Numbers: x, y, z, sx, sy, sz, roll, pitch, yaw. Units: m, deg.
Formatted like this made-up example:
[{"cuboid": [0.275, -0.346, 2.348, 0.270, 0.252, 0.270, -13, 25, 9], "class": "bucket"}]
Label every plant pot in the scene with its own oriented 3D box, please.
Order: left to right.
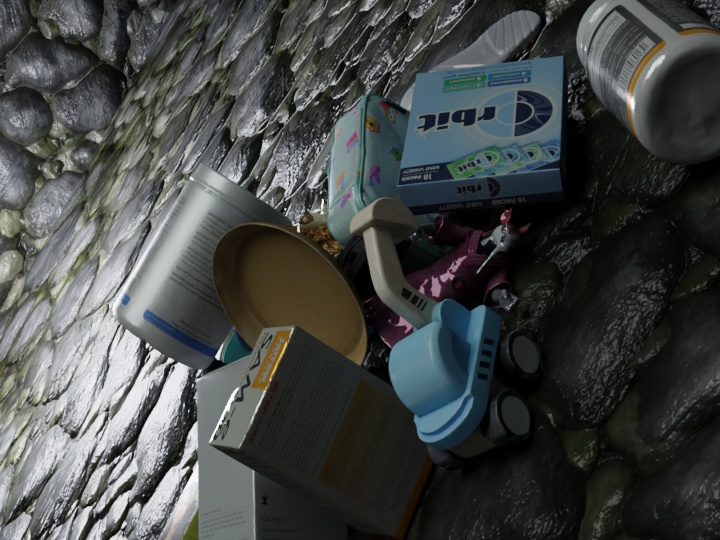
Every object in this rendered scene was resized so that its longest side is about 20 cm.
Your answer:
[{"cuboid": [-0.070, 0.031, 1.328, 0.199, 0.201, 0.028, -27, 14, 48], "class": "plant pot"}]

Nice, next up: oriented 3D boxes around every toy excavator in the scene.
[{"cuboid": [0.065, 0.054, 1.153, 0.099, 0.199, 0.197, -30, 36, 44], "class": "toy excavator"}]

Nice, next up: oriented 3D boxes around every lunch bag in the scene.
[{"cuboid": [0.044, -0.097, 1.438, 0.077, 0.159, 0.202, -40, 34, 42], "class": "lunch bag"}]

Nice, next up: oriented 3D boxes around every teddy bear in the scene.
[{"cuboid": [-0.027, -0.046, 1.498, 0.144, 0.198, 0.068, 17, 110, 39], "class": "teddy bear"}]

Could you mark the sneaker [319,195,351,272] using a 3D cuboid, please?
[{"cuboid": [-0.033, -0.057, 1.632, 0.202, 0.075, 0.070, -59, 24, -5], "class": "sneaker"}]

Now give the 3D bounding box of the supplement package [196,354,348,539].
[{"cuboid": [-0.092, 0.202, 1.300, 0.117, 0.115, 0.203, -26, 62, 50], "class": "supplement package"}]

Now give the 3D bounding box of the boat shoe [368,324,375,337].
[{"cuboid": [-0.023, 0.036, 1.511, 0.201, 0.064, 0.075, 0, 60, 63], "class": "boat shoe"}]

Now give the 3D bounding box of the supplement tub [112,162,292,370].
[{"cuboid": [-0.179, -0.003, 1.434, 0.202, 0.131, 0.132, -58, 24, -1], "class": "supplement tub"}]

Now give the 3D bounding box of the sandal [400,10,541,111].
[{"cuboid": [0.145, -0.233, 1.539, 0.206, 0.059, 0.079, -37, 41, -4], "class": "sandal"}]

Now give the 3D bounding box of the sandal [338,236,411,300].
[{"cuboid": [-0.001, 0.001, 1.351, 0.075, 0.048, 0.201, -29, -20, -33], "class": "sandal"}]

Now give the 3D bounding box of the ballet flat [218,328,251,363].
[{"cuboid": [-0.167, 0.147, 1.664, 0.069, 0.069, 0.202, -24, 40, 51], "class": "ballet flat"}]

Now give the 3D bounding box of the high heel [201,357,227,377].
[{"cuboid": [-0.073, 0.089, 1.477, 0.199, 0.142, 0.072, -39, 50, 20], "class": "high heel"}]

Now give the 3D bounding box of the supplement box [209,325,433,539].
[{"cuboid": [-0.027, 0.156, 1.206, 0.073, 0.199, 0.127, -8, 52, 59], "class": "supplement box"}]

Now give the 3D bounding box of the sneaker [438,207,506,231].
[{"cuboid": [0.114, -0.118, 1.402, 0.067, 0.089, 0.202, -40, 29, 34], "class": "sneaker"}]

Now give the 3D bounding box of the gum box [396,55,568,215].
[{"cuboid": [0.133, -0.144, 1.334, 0.167, 0.045, 0.202, -4, 42, 15], "class": "gum box"}]

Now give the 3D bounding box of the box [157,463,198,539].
[{"cuboid": [-0.176, 0.265, 1.548, 0.075, 0.050, 0.202, 0, 60, 62], "class": "box"}]

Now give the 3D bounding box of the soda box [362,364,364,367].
[{"cuboid": [-0.080, 0.173, 1.451, 0.200, 0.067, 0.065, -46, 26, 25], "class": "soda box"}]

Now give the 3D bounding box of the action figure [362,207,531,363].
[{"cuboid": [0.100, 0.018, 1.300, 0.199, 0.135, 0.149, -40, -16, 9], "class": "action figure"}]

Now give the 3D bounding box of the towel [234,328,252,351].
[{"cuboid": [-0.116, 0.027, 1.589, 0.200, 0.048, 0.114, -46, -43, -75], "class": "towel"}]

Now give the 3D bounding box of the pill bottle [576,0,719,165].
[{"cuboid": [0.271, -0.185, 1.152, 0.117, 0.116, 0.201, -50, 24, 16], "class": "pill bottle"}]
